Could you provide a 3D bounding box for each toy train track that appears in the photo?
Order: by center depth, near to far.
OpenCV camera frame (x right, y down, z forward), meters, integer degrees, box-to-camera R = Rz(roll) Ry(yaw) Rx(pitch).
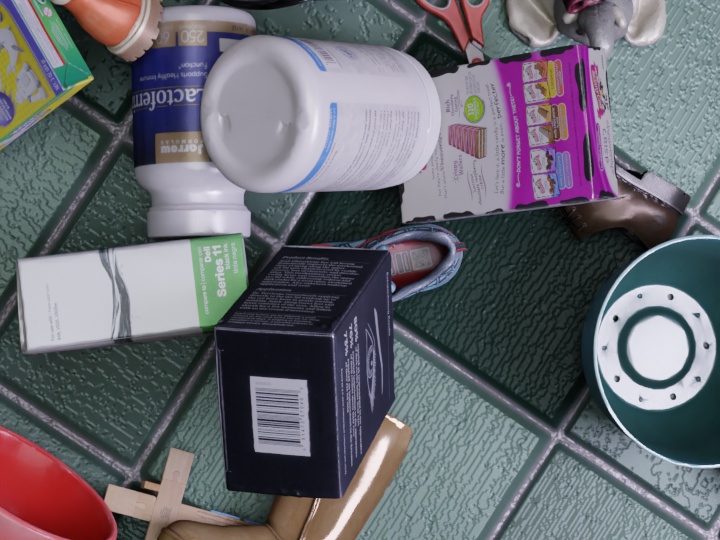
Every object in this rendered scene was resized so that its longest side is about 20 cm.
[{"bbox_3d":[-0.141,0.234,1.568,0.198,0.033,0.116,17,80,-11],"label":"toy train track"}]

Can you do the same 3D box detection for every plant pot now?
[{"bbox_3d":[-0.336,0.250,1.474,0.199,0.200,0.178,32,97,-4],"label":"plant pot"},{"bbox_3d":[0.289,0.071,1.548,0.198,0.161,0.203,0,89,-6],"label":"plant pot"}]

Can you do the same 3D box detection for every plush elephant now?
[{"bbox_3d":[0.211,-0.266,1.561,0.163,0.200,0.157,-9,112,7],"label":"plush elephant"}]

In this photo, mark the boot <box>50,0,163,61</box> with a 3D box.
[{"bbox_3d":[-0.235,-0.285,1.494,0.107,0.201,0.075,28,125,-38],"label":"boot"}]

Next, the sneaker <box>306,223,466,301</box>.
[{"bbox_3d":[0.000,0.000,1.553,0.198,0.096,0.080,-21,89,-6],"label":"sneaker"}]

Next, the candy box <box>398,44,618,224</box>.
[{"bbox_3d":[0.127,-0.120,1.533,0.198,0.061,0.138,-5,89,33],"label":"candy box"}]

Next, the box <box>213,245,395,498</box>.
[{"bbox_3d":[-0.042,0.081,1.440,0.103,0.200,0.150,3,110,14],"label":"box"}]

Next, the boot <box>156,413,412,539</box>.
[{"bbox_3d":[-0.068,0.198,1.545,0.174,0.066,0.202,28,74,-9],"label":"boot"}]

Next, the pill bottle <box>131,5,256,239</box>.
[{"bbox_3d":[-0.148,-0.130,1.530,0.114,0.116,0.203,-2,89,-6],"label":"pill bottle"}]

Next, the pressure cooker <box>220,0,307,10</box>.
[{"bbox_3d":[-0.071,-0.327,1.507,0.177,0.176,0.202,14,78,-11],"label":"pressure cooker"}]

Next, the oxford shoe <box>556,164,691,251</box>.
[{"bbox_3d":[0.206,-0.075,1.589,0.198,0.073,0.085,26,90,-4],"label":"oxford shoe"}]

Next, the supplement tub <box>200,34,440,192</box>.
[{"bbox_3d":[-0.033,-0.135,1.484,0.131,0.199,0.134,2,93,35],"label":"supplement tub"}]

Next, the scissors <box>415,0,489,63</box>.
[{"bbox_3d":[0.113,-0.209,1.610,0.073,0.014,0.202,-26,90,-8],"label":"scissors"}]

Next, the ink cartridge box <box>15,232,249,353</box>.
[{"bbox_3d":[-0.199,0.022,1.506,0.197,0.147,0.084,-7,88,-7],"label":"ink cartridge box"}]

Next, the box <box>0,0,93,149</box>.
[{"bbox_3d":[-0.335,-0.167,1.494,0.199,0.048,0.118,-30,91,38],"label":"box"}]
